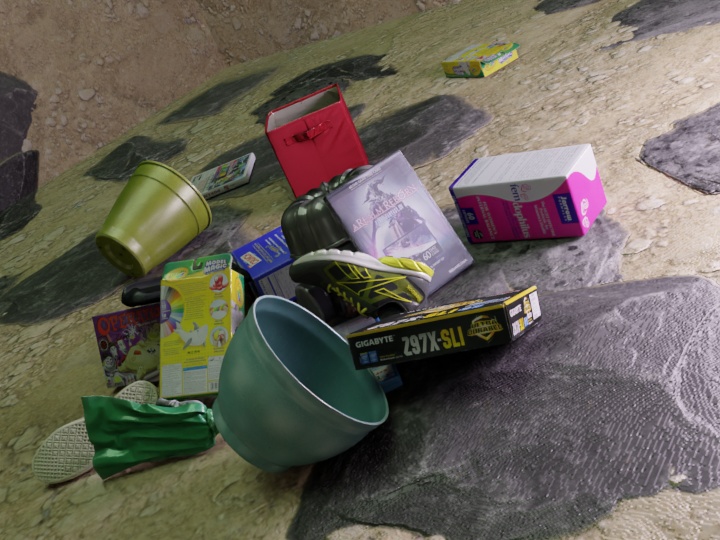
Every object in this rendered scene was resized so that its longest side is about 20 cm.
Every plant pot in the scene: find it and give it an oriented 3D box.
[{"bbox_3d":[-0.455,-0.094,1.845,0.200,0.201,0.193,1,46,44],"label":"plant pot"},{"bbox_3d":[-0.086,0.145,0.998,0.134,0.200,0.200,-47,19,15],"label":"plant pot"}]

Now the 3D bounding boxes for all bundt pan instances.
[{"bbox_3d":[-0.037,-0.099,1.341,0.201,0.076,0.202,-26,14,7],"label":"bundt pan"}]

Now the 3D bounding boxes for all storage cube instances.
[{"bbox_3d":[-0.089,-0.266,1.841,0.170,0.180,0.200,-22,25,5],"label":"storage cube"}]

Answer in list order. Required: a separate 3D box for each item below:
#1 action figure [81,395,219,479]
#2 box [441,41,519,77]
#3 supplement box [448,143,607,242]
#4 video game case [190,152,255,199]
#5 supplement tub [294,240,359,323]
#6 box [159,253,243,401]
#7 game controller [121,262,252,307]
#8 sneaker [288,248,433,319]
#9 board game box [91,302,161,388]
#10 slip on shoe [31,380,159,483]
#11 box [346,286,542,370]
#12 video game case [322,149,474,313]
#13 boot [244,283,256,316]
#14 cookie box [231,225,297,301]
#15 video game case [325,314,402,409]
[{"bbox_3d":[-0.260,0.207,1.137,0.199,0.119,0.055,-8,15,15],"label":"action figure"},{"bbox_3d":[0.308,-0.532,2.189,0.117,0.049,0.200,-32,22,-18],"label":"box"},{"bbox_3d":[0.250,-0.113,1.299,0.199,0.102,0.103,-4,31,40],"label":"supplement box"},{"bbox_3d":[-0.363,-0.233,2.228,0.182,0.023,0.200,-21,23,8],"label":"video game case"},{"bbox_3d":[0.000,0.000,1.291,0.200,0.107,0.107,-34,25,-22],"label":"supplement tub"},{"bbox_3d":[-0.226,0.080,1.237,0.117,0.201,0.048,-8,-15,17],"label":"box"},{"bbox_3d":[-0.273,0.027,1.359,0.199,0.042,0.104,-13,17,-22],"label":"game controller"},{"bbox_3d":[-0.002,0.021,1.180,0.199,0.085,0.074,4,-13,7],"label":"sneaker"},{"bbox_3d":[-0.326,0.113,1.348,0.199,0.121,0.032,-12,-3,28],"label":"board game box"},{"bbox_3d":[-0.369,0.230,1.226,0.200,0.074,0.061,-37,-9,-14],"label":"slip on shoe"},{"bbox_3d":[0.105,0.069,1.049,0.199,0.050,0.160,-13,2,25],"label":"box"},{"bbox_3d":[0.057,-0.057,1.256,0.143,0.200,0.019,-34,1,-22],"label":"video game case"},{"bbox_3d":[-0.240,0.088,1.376,0.154,0.072,0.200,-23,17,0],"label":"boot"},{"bbox_3d":[-0.104,-0.027,1.483,0.199,0.075,0.171,-28,24,-10],"label":"cookie box"},{"bbox_3d":[-0.028,0.127,1.164,0.143,0.018,0.200,-23,23,1],"label":"video game case"}]
